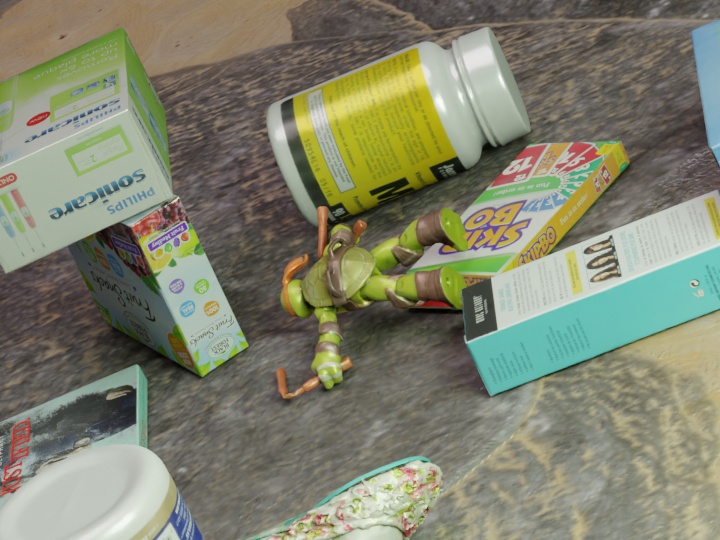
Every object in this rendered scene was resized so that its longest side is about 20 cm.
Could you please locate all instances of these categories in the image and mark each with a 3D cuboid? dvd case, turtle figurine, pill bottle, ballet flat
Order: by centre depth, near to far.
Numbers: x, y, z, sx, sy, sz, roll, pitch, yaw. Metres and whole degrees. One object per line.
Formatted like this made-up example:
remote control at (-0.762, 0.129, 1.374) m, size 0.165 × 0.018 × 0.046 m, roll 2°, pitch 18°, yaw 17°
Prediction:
pill bottle at (-0.128, 0.212, 1.428) m, size 0.115 × 0.201 × 0.116 m, roll -20°, pitch 25°, yaw 10°
ballet flat at (-0.030, 0.189, 1.557) m, size 0.199 × 0.076 × 0.064 m, roll -27°, pitch 55°, yaw 9°
turtle figurine at (0.000, 0.000, 1.838) m, size 0.161 × 0.064 × 0.201 m, roll -17°, pitch 39°, yaw 25°
dvd case at (-0.258, 0.150, 1.882) m, size 0.199 × 0.022 × 0.146 m, roll -24°, pitch 25°, yaw 7°
pill bottle at (0.032, -0.122, 2.020) m, size 0.199 × 0.115 × 0.114 m, roll -22°, pitch 25°, yaw 10°

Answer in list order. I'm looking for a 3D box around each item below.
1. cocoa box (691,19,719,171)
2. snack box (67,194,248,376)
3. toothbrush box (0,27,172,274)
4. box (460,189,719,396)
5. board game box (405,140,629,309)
cocoa box at (0.316, -0.099, 1.679) m, size 0.133 × 0.132 × 0.200 m, roll -22°, pitch 25°, yaw 15°
snack box at (-0.178, -0.006, 1.963) m, size 0.053 × 0.143 × 0.200 m, roll -34°, pitch 25°, yaw -18°
toothbrush box at (-0.232, -0.098, 1.924) m, size 0.145 × 0.086 × 0.200 m, roll -24°, pitch 26°, yaw 5°
box at (0.171, 0.015, 1.698) m, size 0.199 × 0.049 × 0.082 m, roll -22°, pitch 25°, yaw 10°
board game box at (0.118, -0.036, 1.879) m, size 0.095 × 0.030 × 0.200 m, roll 1°, pitch 39°, yaw 44°
